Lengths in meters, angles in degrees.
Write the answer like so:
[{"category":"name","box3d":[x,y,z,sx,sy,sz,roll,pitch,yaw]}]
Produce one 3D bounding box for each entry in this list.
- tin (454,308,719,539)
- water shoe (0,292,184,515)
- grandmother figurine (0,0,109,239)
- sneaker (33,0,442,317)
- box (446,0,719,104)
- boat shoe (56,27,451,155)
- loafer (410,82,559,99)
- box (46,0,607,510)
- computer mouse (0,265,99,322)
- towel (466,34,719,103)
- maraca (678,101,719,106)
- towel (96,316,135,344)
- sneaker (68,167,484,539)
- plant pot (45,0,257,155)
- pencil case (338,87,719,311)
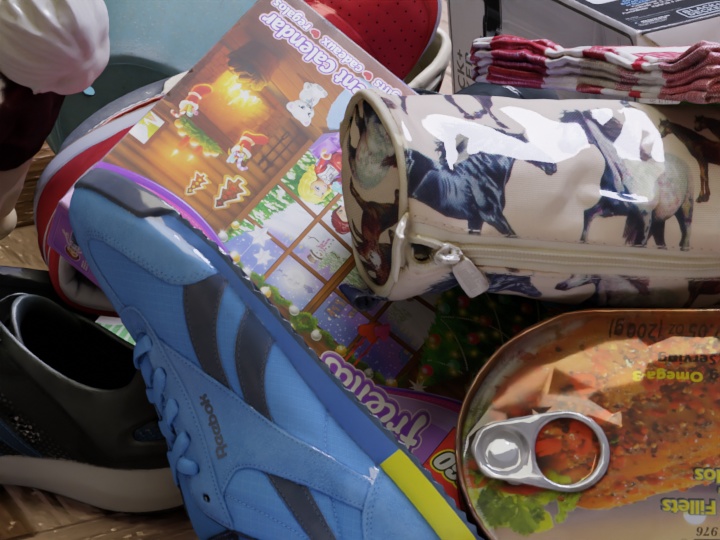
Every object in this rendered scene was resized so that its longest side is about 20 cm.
[{"category":"tin","box3d":[0.133,0.071,1.033,0.199,0.042,0.112,1,60,0]},{"category":"water shoe","box3d":[-0.142,0.043,1.160,0.199,0.079,0.072,5,22,20]},{"category":"grandmother figurine","box3d":[-0.155,-0.063,1.231,0.060,0.200,0.122,25,53,-7]},{"category":"sneaker","box3d":[-0.047,-0.051,1.170,0.200,0.071,0.113,-35,21,8]},{"category":"box","box3d":[0.114,-0.095,1.440,0.060,0.117,0.200,-14,25,-22]},{"category":"boat shoe","box3d":[-0.049,-0.067,1.304,0.199,0.071,0.063,-19,-12,-26]},{"category":"loafer","box3d":[0.058,-0.061,1.310,0.068,0.071,0.200,14,-3,23]},{"category":"box","box3d":[0.000,0.000,1.096,0.200,0.039,0.137,39,62,5]},{"category":"computer mouse","box3d":[-0.210,0.024,1.254,0.199,0.046,0.140,6,-10,-5]},{"category":"towel","box3d":[0.147,-0.083,1.145,0.144,0.023,0.200,-3,7,-24]},{"category":"maraca","box3d":[0.187,-0.024,1.209,0.107,0.137,0.200,-47,2,-6]},{"category":"towel","box3d":[-0.058,0.013,1.307,0.152,0.023,0.200,-3,22,2]},{"category":"sneaker","box3d":[-0.047,0.053,1.012,0.078,0.200,0.066,-41,-6,-7]},{"category":"plant pot","box3d":[-0.091,-0.106,1.413,0.199,0.201,0.135,3,39,15]},{"category":"pencil case","box3d":[0.092,-0.021,1.062,0.199,0.078,0.090,3,44,-15]}]
